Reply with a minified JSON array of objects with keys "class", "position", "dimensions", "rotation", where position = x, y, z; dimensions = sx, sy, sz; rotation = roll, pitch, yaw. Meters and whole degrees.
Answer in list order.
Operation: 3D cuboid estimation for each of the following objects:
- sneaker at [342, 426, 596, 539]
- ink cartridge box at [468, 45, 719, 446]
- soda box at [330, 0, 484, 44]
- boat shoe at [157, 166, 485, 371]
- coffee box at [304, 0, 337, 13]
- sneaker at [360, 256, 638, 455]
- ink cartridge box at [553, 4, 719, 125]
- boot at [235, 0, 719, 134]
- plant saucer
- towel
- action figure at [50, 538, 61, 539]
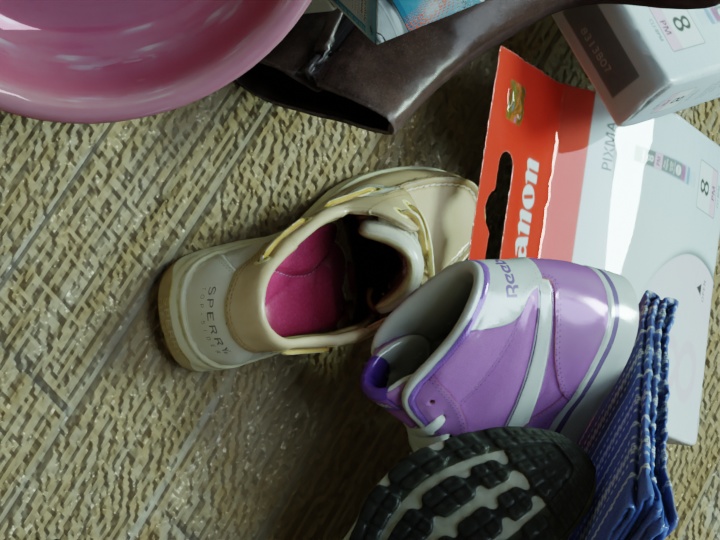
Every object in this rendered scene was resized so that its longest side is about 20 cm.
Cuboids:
[{"class":"sneaker","position":[0.027,0.142,1.145],"dimensions":[0.077,0.200,0.089],"rotation":[57,13,24]},{"class":"ink cartridge box","position":[0.121,-0.008,1.276],"dimensions":[0.200,0.057,0.163],"rotation":[27,69,-62]},{"class":"soda box","position":[0.071,-0.169,1.082],"dimensions":[0.200,0.068,0.064],"rotation":[-24,139,-23]},{"class":"boat shoe","position":[0.000,0.000,1.165],"dimensions":[0.200,0.069,0.074],"rotation":[-26,107,-44]},{"class":"coffee box","position":[-0.069,-0.216,1.095],"dimensions":[0.200,0.080,0.113],"rotation":[48,58,-34]},{"class":"sneaker","position":[0.036,0.078,1.169],"dimensions":[0.114,0.073,0.201],"rotation":[7,116,-33]},{"class":"ink cartridge box","position":[0.163,-0.170,1.300],"dimensions":[0.200,0.057,0.163],"rotation":[-20,76,-40]},{"class":"boot","position":[0.059,-0.114,1.149],"dimensions":[0.166,0.200,0.072],"rotation":[-54,147,-30]},{"class":"plant saucer","position":[-0.108,-0.156,1.008],"dimensions":[0.201,0.200,0.051],"rotation":[53,12,-31]},{"class":"towel","position":[0.106,0.110,1.156],"dimensions":[0.024,0.145,0.200],"rotation":[24,27,-4]},{"class":"action figure","position":[-0.089,0.191,0.992],"dimensions":[0.200,0.193,0.105],"rotation":[-77,157,-59]}]
